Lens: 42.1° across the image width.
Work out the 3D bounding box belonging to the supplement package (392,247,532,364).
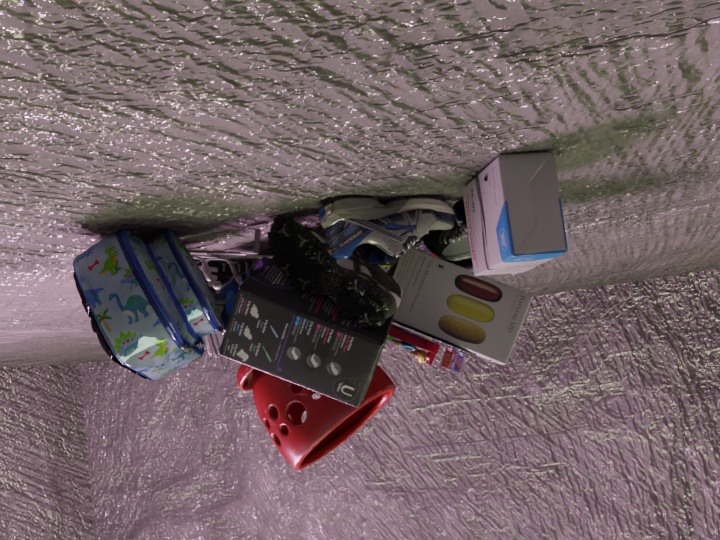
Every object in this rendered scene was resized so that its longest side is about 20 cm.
[{"bbox_3d":[0.142,0.054,1.399,0.200,0.114,0.110,21,177,8],"label":"supplement package"}]

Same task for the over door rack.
[{"bbox_3d":[-0.188,-0.009,1.355,0.200,0.067,0.148,-11,173,27],"label":"over door rack"}]

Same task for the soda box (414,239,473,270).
[{"bbox_3d":[0.152,-0.031,1.503,0.063,0.071,0.200,-3,172,-18],"label":"soda box"}]

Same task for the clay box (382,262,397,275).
[{"bbox_3d":[0.000,0.000,1.356,0.115,0.048,0.200,-36,167,-19],"label":"clay box"}]

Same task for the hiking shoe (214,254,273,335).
[{"bbox_3d":[-0.161,0.025,1.467,0.087,0.074,0.200,-24,-161,38],"label":"hiking shoe"}]

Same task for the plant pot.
[{"bbox_3d":[-0.074,0.175,1.441,0.200,0.183,0.200,-35,166,-10],"label":"plant pot"}]

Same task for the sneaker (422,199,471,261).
[{"bbox_3d":[0.146,-0.066,1.306,0.200,0.075,0.115,6,158,45],"label":"sneaker"}]

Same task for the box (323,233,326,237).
[{"bbox_3d":[-0.079,0.022,1.411,0.200,0.040,0.137,-43,165,17],"label":"box"}]

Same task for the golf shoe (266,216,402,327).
[{"bbox_3d":[-0.033,-0.004,1.226,0.078,0.200,0.094,-57,167,29],"label":"golf shoe"}]

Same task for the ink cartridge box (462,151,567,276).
[{"bbox_3d":[0.173,-0.058,1.113,0.068,0.116,0.200,-5,172,-9],"label":"ink cartridge box"}]

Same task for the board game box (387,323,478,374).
[{"bbox_3d":[0.075,0.112,1.412,0.158,0.039,0.200,24,177,-42],"label":"board game box"}]

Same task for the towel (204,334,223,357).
[{"bbox_3d":[-0.265,0.095,1.797,0.024,0.147,0.200,-17,173,10],"label":"towel"}]

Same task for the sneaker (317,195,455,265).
[{"bbox_3d":[0.037,-0.047,1.203,0.200,0.085,0.077,-4,173,-30],"label":"sneaker"}]

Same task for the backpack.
[{"bbox_3d":[-0.271,0.034,1.198,0.147,0.183,0.200,-30,170,-2],"label":"backpack"}]

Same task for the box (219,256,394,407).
[{"bbox_3d":[-0.068,0.080,1.245,0.200,0.106,0.122,21,-156,3],"label":"box"}]

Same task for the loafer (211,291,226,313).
[{"bbox_3d":[-0.289,0.047,1.349,0.200,0.063,0.072,12,-176,16],"label":"loafer"}]

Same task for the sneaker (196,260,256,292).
[{"bbox_3d":[-0.232,0.020,1.586,0.115,0.076,0.200,-7,165,44],"label":"sneaker"}]
